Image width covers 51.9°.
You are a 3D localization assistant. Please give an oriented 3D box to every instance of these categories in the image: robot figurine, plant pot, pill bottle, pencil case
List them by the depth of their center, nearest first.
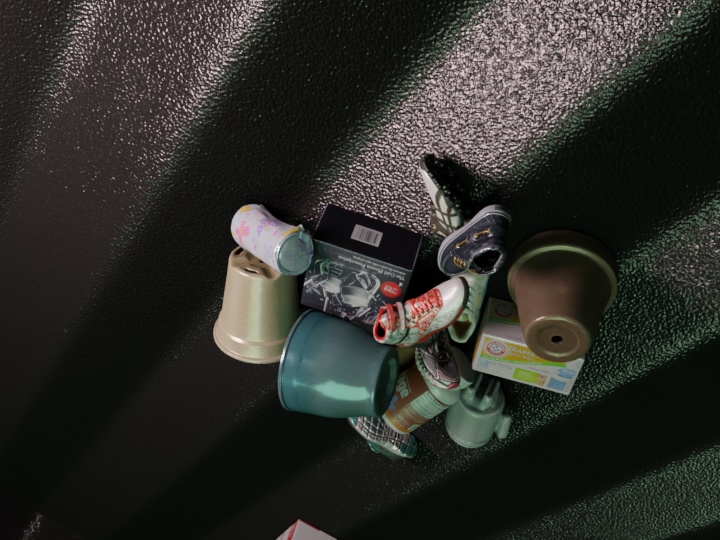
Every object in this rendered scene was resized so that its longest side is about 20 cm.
[{"bbox_3d":[0.349,0.058,1.302,0.196,0.176,0.203,11,134,11],"label":"plant pot"},{"bbox_3d":[-0.166,-0.061,1.379,0.082,0.199,0.093,6,104,-39],"label":"pencil case"},{"bbox_3d":[-0.031,0.195,1.422,0.185,0.201,0.203,13,136,21],"label":"plant pot"},{"bbox_3d":[-0.200,0.052,1.503,0.196,0.201,0.186,12,123,8],"label":"plant pot"},{"bbox_3d":[0.138,0.247,1.547,0.112,0.113,0.199,41,118,-19],"label":"pill bottle"},{"bbox_3d":[0.081,0.197,1.571,0.196,0.028,0.202,-15,146,-10],"label":"plant pot"},{"bbox_3d":[0.247,0.307,1.610,0.167,0.113,0.202,27,137,17],"label":"robot figurine"}]

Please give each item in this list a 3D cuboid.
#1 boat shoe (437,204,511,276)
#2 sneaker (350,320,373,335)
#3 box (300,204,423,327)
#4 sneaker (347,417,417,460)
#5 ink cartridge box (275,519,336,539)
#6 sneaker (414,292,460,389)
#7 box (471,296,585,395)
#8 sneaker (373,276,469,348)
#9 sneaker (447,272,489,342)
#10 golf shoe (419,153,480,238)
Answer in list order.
[{"bbox_3d":[0.184,-0.023,1.255,0.070,0.092,0.201,21,146,-12],"label":"boat shoe"},{"bbox_3d":[0.048,0.170,1.586,0.116,0.074,0.203,3,133,13],"label":"sneaker"},{"bbox_3d":[0.000,0.000,1.424,0.196,0.105,0.184,18,136,4],"label":"box"},{"bbox_3d":[0.040,0.409,1.811,0.199,0.078,0.091,37,137,-13],"label":"sneaker"},{"bbox_3d":[-0.184,0.878,2.315,0.145,0.084,0.200,31,134,-9],"label":"ink cartridge box"},{"bbox_3d":[0.142,0.139,1.446,0.079,0.202,0.075,-2,145,-34],"label":"sneaker"},{"bbox_3d":[0.326,0.146,1.440,0.196,0.102,0.114,13,135,7],"label":"box"},{"bbox_3d":[0.104,0.077,1.347,0.106,0.068,0.201,9,141,-33],"label":"sneaker"},{"bbox_3d":[0.203,0.049,1.412,0.075,0.081,0.203,8,132,15],"label":"sneaker"},{"bbox_3d":[0.144,-0.109,1.291,0.093,0.078,0.201,-20,121,34],"label":"golf shoe"}]
